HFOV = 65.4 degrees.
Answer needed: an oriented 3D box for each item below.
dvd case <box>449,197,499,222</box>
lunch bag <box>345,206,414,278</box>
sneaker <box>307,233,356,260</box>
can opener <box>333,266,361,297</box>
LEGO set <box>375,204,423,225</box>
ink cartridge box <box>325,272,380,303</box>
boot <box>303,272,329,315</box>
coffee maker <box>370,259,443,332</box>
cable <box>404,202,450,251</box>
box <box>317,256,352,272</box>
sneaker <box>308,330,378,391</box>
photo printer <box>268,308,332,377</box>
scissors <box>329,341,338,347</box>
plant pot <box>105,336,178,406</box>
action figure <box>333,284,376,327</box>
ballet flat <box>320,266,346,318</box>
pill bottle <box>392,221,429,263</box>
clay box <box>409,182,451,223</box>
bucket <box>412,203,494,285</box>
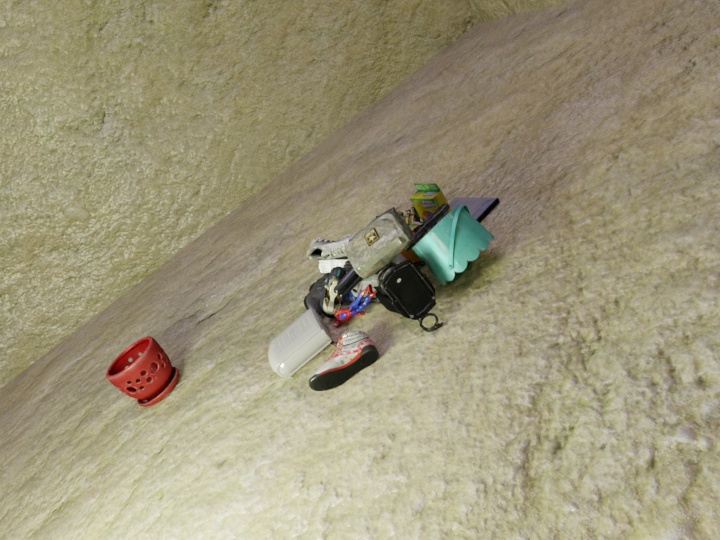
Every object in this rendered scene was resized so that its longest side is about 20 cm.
[{"bbox_3d":[0.337,-0.189,1.827,0.143,0.018,0.200,-44,28,-20],"label":"dvd case"},{"bbox_3d":[0.052,-0.072,1.492,0.164,0.118,0.200,-37,10,12],"label":"lunch bag"},{"bbox_3d":[-0.074,-0.064,1.738,0.199,0.076,0.081,-5,23,25],"label":"sneaker"},{"bbox_3d":[0.000,0.000,1.632,0.200,0.063,0.079,-39,33,-4],"label":"can opener"},{"bbox_3d":[0.145,-0.175,1.865,0.200,0.153,0.117,-18,63,51],"label":"LEGO set"},{"bbox_3d":[-0.008,0.053,1.722,0.199,0.094,0.044,0,42,43],"label":"ink cartridge box"},{"bbox_3d":[-0.117,0.059,1.844,0.132,0.070,0.200,-43,23,22],"label":"boot"},{"bbox_3d":[0.116,0.069,1.511,0.134,0.193,0.200,-16,3,-7],"label":"coffee maker"},{"bbox_3d":[0.168,-0.123,1.585,0.200,0.050,0.097,-47,1,44],"label":"cable"},{"bbox_3d":[-0.019,-0.034,1.817,0.199,0.045,0.160,-2,13,15],"label":"box"},{"bbox_3d":[-0.055,0.237,1.498,0.201,0.067,0.108,-29,35,-2],"label":"sneaker"},{"bbox_3d":[-0.189,0.221,1.681,0.200,0.070,0.166,-40,26,0],"label":"photo printer"},{"bbox_3d":[-0.060,0.211,1.625,0.073,0.014,0.200,-43,26,-11],"label":"scissors"},{"bbox_3d":[-0.762,0.363,1.990,0.200,0.183,0.201,-27,28,15],"label":"plant pot"},{"bbox_3d":[-0.018,0.113,1.661,0.200,0.065,0.052,-39,54,36],"label":"action figure"},{"bbox_3d":[-0.086,0.081,1.697,0.073,0.201,0.073,10,35,-7],"label":"ballet flat"},{"bbox_3d":[0.136,-0.046,1.713,0.200,0.111,0.111,-46,28,-22],"label":"pill bottle"},{"bbox_3d":[0.230,-0.176,1.723,0.048,0.200,0.115,-44,27,-20],"label":"clay box"},{"bbox_3d":[0.247,-0.074,1.518,0.207,0.135,0.207,-44,-1,-1],"label":"bucket"}]
